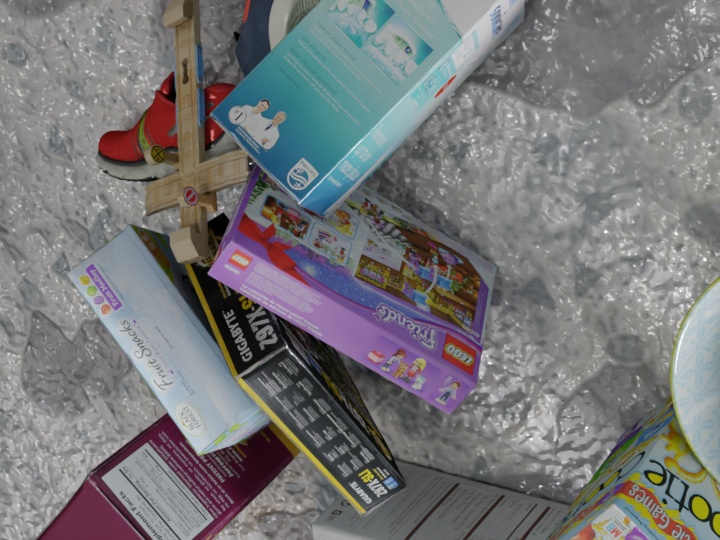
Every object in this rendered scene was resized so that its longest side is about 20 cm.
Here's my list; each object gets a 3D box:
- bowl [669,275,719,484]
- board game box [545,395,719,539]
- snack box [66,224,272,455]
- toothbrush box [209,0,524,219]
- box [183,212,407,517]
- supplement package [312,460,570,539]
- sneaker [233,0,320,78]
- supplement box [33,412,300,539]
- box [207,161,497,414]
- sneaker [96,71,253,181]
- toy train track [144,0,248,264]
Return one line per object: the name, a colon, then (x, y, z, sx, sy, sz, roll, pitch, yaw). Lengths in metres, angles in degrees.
bowl: (0.310, 0.059, 0.946, 0.200, 0.108, 0.201, 13, 119, 26)
board game box: (0.211, 0.170, 1.002, 0.105, 0.200, 0.103, 46, 128, 5)
snack box: (-0.130, 0.054, 1.153, 0.068, 0.200, 0.169, -37, 83, 2)
toothbrush box: (0.011, -0.136, 0.965, 0.085, 0.146, 0.200, 44, 92, 5)
box: (-0.051, 0.071, 1.102, 0.049, 0.160, 0.200, -32, 134, 5)
supplement package: (0.077, 0.245, 1.173, 0.199, 0.117, 0.117, 11, 117, 28)
sneaker: (-0.058, -0.139, 1.114, 0.084, 0.075, 0.201, 39, 136, 38)
supplement box: (-0.161, 0.191, 1.244, 0.103, 0.200, 0.131, 47, 129, 4)
box: (0.000, 0.000, 1.052, 0.200, 0.137, 0.039, 31, 127, -11)
sneaker: (-0.144, -0.114, 1.160, 0.200, 0.077, 0.085, 2, 96, 52)
toy train track: (-0.132, -0.106, 1.066, 0.114, 0.032, 0.201, -16, 71, 42)
